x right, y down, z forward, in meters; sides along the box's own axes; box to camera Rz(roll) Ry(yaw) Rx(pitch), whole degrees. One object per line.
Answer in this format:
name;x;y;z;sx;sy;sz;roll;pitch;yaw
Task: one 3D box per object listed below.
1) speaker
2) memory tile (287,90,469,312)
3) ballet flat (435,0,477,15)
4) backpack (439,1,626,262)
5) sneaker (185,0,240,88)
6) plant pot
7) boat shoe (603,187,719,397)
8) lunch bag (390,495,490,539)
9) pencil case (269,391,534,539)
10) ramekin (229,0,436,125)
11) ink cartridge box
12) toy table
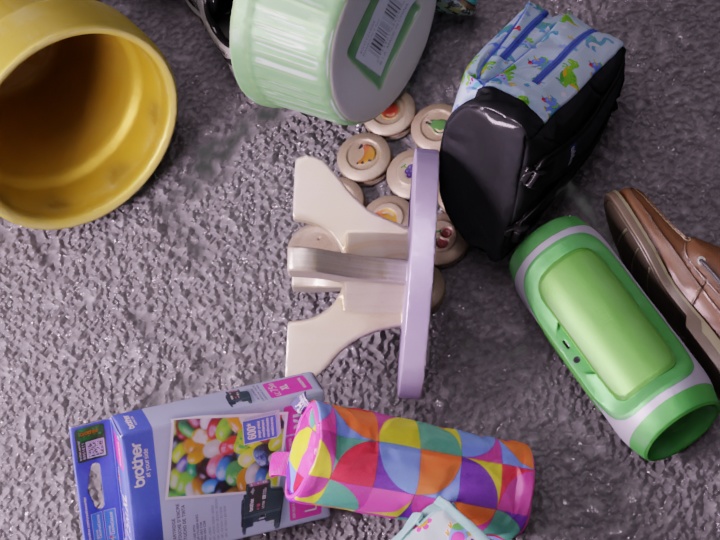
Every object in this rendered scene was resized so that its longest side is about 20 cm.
speaker;0.202;0.053;1.453;0.088;0.089;0.201;-31;62;-4
memory tile;0.036;-0.064;1.585;0.152;0.017;0.201;20;70;21
ballet flat;0.035;-0.289;1.678;0.074;0.074;0.201;-30;60;-4
backpack;0.145;-0.134;1.512;0.199;0.164;0.154;-35;60;-29
sneaker;-0.120;-0.255;1.674;0.075;0.088;0.201;-32;60;-3
plant pot;-0.292;-0.170;1.618;0.200;0.201;0.189;-38;48;-8
boat shoe;0.272;0.010;1.473;0.068;0.072;0.201;-28;71;-7
lunch bag;0.065;0.291;1.329;0.170;0.122;0.200;-41;81;-9
pencil case;0.036;0.155;1.399;0.198;0.088;0.089;14;64;-15
ramekin;-0.017;-0.224;1.568;0.097;0.200;0.201;23;71;25
ink cartridge box;-0.123;0.158;1.416;0.198;0.120;0.042;-10;26;-17
toy table;0.000;0.000;1.469;0.116;0.184;0.202;3;73;-1
